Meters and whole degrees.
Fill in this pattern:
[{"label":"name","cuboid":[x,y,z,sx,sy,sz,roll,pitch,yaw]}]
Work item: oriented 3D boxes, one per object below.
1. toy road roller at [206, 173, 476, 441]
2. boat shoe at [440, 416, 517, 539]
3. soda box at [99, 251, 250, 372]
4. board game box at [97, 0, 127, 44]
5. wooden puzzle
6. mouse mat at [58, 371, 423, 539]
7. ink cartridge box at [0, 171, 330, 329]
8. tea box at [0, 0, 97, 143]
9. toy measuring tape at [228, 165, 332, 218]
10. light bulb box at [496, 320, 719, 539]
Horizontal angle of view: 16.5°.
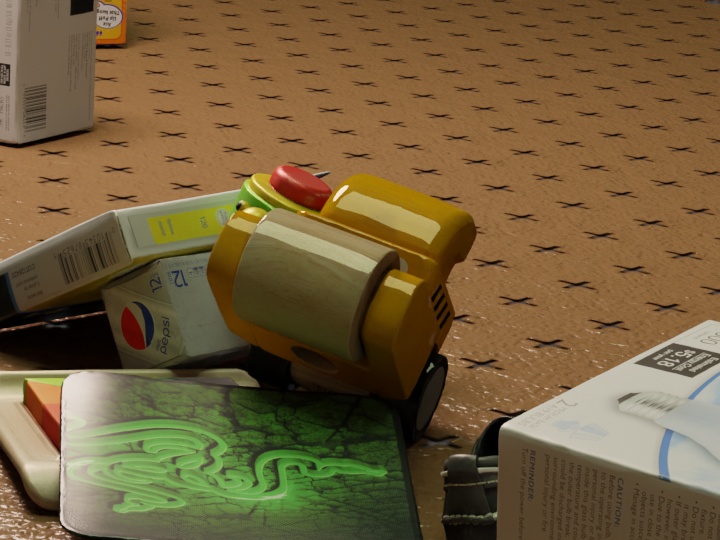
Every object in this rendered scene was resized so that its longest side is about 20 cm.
[{"label":"toy road roller","cuboid":[0.000,0.000,1.513,0.123,0.146,0.200,20,-18,16]},{"label":"boat shoe","cuboid":[0.098,0.110,1.383,0.072,0.068,0.200,-16,3,26]},{"label":"soda box","cuboid":[-0.076,0.022,1.654,0.063,0.068,0.200,-23,-8,39]},{"label":"board game box","cuboid":[-0.402,-0.378,2.928,0.200,0.200,0.200,-4,16,-29]},{"label":"wooden puzzle","cuboid":[-0.124,0.091,1.474,0.185,0.037,0.200,0,15,-18]},{"label":"mouse mat","cuboid":[-0.069,0.108,1.387,0.200,0.008,0.161,4,30,-9]},{"label":"ink cartridge box","cuboid":[-0.147,-0.009,1.692,0.200,0.047,0.198,-9,-11,-45]},{"label":"tea box","cuboid":[-0.368,-0.239,2.386,0.197,0.200,0.134,10,16,27]},{"label":"toy measuring tape","cuboid":[-0.032,-0.033,1.635,0.073,0.074,0.200,12,7,28]},{"label":"light bulb box","cuboid":[0.202,0.127,1.217,0.200,0.125,0.198,14,24,37]}]
